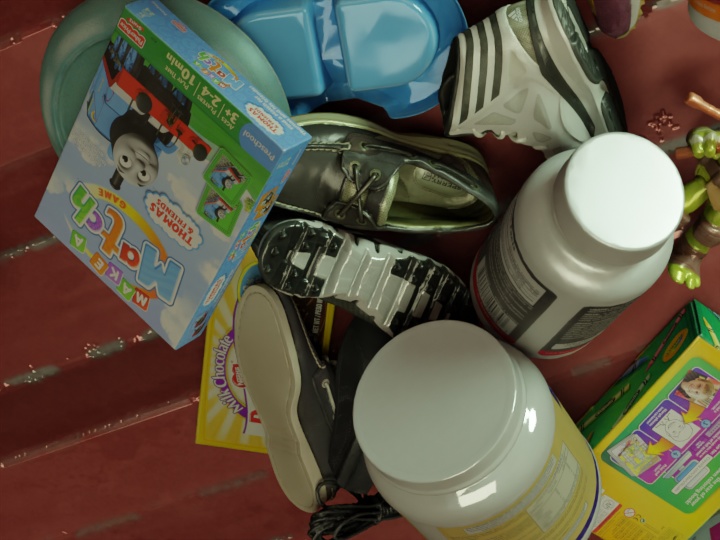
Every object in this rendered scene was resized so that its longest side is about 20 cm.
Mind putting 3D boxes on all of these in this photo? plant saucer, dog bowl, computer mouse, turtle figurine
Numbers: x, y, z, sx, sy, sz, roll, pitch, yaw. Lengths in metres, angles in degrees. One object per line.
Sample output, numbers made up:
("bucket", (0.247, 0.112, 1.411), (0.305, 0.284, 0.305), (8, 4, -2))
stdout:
("plant saucer", (-0.146, -0.104, 1.093), (0.198, 0.027, 0.202), (10, 125, 14))
("dog bowl", (-0.021, -0.164, 1.082), (0.198, 0.050, 0.112), (-6, 117, 9))
("computer mouse", (0.026, 0.119, 1.196), (0.053, 0.138, 0.202), (21, 115, 42))
("turtle figurine", (0.258, -0.066, 1.095), (0.199, 0.065, 0.161), (14, 131, -38))

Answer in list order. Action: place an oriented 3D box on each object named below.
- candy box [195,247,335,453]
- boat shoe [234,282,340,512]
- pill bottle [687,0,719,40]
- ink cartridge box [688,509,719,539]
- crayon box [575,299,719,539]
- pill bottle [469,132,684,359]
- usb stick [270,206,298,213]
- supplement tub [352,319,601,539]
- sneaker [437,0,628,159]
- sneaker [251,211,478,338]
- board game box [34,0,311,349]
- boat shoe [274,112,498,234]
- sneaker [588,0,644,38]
("candy box", (-0.075, 0.060, 1.220), (0.101, 0.026, 0.202), (9, 119, 1))
("boat shoe", (-0.047, 0.093, 1.202), (0.072, 0.062, 0.202), (15, 125, 46))
("pill bottle", (0.274, -0.253, 0.972), (0.112, 0.113, 0.202), (1, 119, 4))
("ink cartridge box", (0.329, 0.248, 1.188), (0.164, 0.200, 0.075), (-36, 110, 20))
("crayon box", (0.250, 0.135, 1.214), (0.118, 0.058, 0.200), (32, 116, -12))
("pill bottle", (0.150, -0.017, 1.046), (0.110, 0.112, 0.200), (17, 159, -4))
("usb stick", (-0.056, -0.066, 1.148), (0.198, 0.033, 0.056), (-6, 117, 8))
("supplement tub", (0.087, 0.136, 1.122), (0.144, 0.146, 0.200), (-19, 145, 14))
("sneaker", (0.120, -0.112, 1.068), (0.114, 0.076, 0.201), (-16, 140, 19))
("sneaker", (0.000, 0.000, 1.130), (0.199, 0.090, 0.067), (22, 99, -29))
("board game box", (-0.136, -0.064, 1.054), (0.151, 0.037, 0.201), (41, 129, 12))
("boat shoe", (0.009, -0.063, 1.074), (0.199, 0.066, 0.072), (4, 120, -25))
("sneaker", (0.127, -0.244, 1.009), (0.089, 0.075, 0.202), (-18, 107, 1))
